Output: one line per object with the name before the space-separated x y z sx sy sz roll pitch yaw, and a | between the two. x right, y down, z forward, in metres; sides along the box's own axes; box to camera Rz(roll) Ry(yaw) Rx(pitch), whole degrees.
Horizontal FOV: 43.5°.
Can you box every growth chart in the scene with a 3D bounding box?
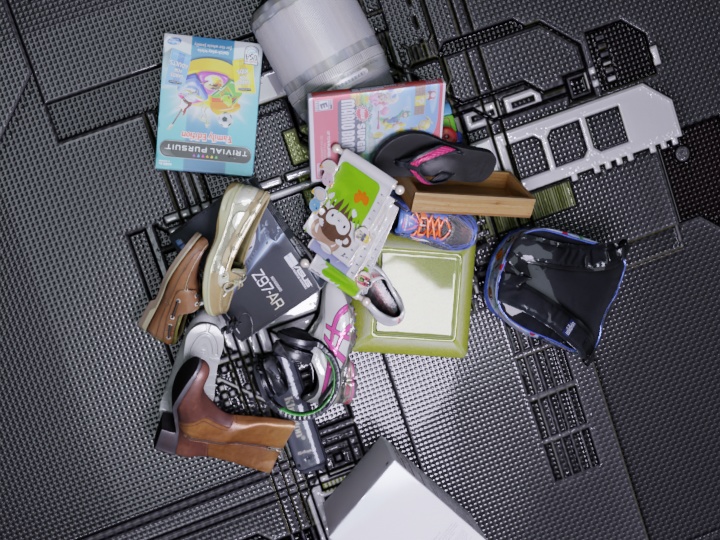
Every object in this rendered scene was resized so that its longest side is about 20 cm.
growth chart | -0.018 -0.067 1.299 0.143 0.018 0.202 25 109 19

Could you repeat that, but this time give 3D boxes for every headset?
headset | -0.119 0.137 1.339 0.199 0.094 0.124 41 93 1

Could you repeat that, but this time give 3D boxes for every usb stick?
usb stick | -0.104 0.221 1.427 0.055 0.033 0.203 -18 96 -6

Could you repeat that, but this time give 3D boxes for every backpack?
backpack | 0.290 0.020 1.401 0.188 0.154 0.202 21 85 -15

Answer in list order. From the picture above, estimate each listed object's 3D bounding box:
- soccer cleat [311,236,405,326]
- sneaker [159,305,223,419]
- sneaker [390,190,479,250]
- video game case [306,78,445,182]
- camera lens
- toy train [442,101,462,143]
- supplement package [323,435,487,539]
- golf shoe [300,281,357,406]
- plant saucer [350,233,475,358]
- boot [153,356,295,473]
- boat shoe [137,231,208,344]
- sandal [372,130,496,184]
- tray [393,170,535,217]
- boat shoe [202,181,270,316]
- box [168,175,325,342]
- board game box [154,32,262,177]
soccer cleat | 0.000 0.000 1.351 0.068 0.085 0.201 -38 93 -8
sneaker | -0.257 0.152 1.391 0.076 0.081 0.202 18 111 -21
sneaker | 0.084 -0.072 1.376 0.197 0.078 0.076 15 108 17
video game case | 0.022 -0.201 1.300 0.197 0.018 0.144 -9 133 -10
camera lens | -0.057 -0.329 1.334 0.159 0.160 0.202 -29 96 -4
toy train | 0.050 -0.221 1.398 0.197 0.085 0.117 -12 84 -4
supplement package | 0.066 0.392 1.398 0.200 0.151 0.152 42 89 -7
golf shoe | -0.053 0.111 1.400 0.091 0.073 0.203 -1 93 -17
plant saucer | 0.086 0.037 1.430 0.197 0.048 0.203 4 93 -7
boot | -0.192 0.223 1.356 0.197 0.069 0.190 15 115 -18
boat shoe | -0.263 0.029 1.351 0.068 0.072 0.201 34 125 -2
sandal | 0.115 -0.157 1.323 0.197 0.045 0.076 4 131 -20
tray | 0.157 -0.121 1.381 0.197 0.099 0.037 1 121 -18
boat shoe | -0.182 -0.025 1.320 0.062 0.073 0.203 16 98 9
box | -0.173 -0.017 1.379 0.159 0.044 0.201 -32 97 14
board game box | -0.230 -0.249 1.377 0.149 0.047 0.203 4 93 -7
